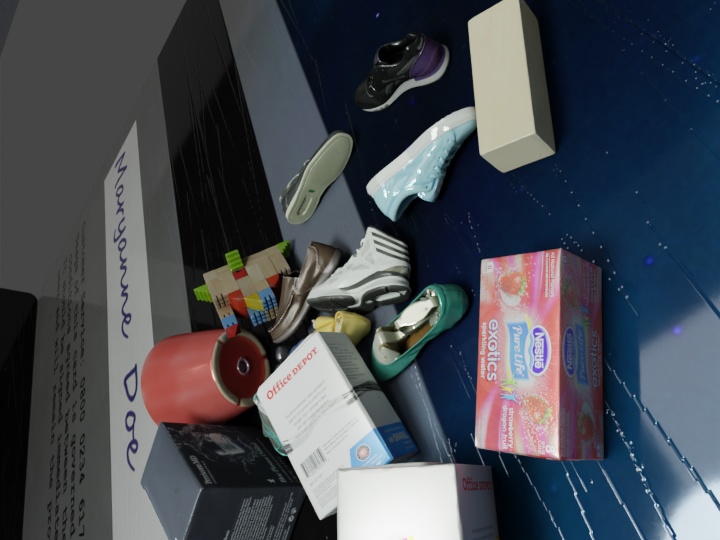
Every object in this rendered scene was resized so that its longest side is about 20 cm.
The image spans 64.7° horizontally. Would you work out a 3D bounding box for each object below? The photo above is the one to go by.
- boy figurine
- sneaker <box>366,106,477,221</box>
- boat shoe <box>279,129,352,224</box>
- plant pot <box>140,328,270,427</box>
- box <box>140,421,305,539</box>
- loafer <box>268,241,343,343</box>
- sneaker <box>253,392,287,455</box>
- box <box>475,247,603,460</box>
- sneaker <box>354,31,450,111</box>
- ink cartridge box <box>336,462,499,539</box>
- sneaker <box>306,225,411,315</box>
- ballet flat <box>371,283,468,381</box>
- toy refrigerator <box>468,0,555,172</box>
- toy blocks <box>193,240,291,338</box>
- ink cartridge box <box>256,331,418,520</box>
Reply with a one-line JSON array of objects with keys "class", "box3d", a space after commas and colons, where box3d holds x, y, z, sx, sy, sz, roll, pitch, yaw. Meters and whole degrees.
[{"class": "boy figurine", "box3d": [-0.060, 0.127, 0.913, 0.199, 0.064, 0.127, -34, 44, 41]}, {"class": "sneaker", "box3d": [0.103, -0.146, 0.820, 0.199, 0.074, 0.083, -38, 81, 30]}, {"class": "boat shoe", "box3d": [-0.087, -0.179, 1.037, 0.201, 0.071, 0.068, -51, 49, 29]}, {"class": "plant pot", "box3d": [-0.276, 0.199, 1.064, 0.175, 0.199, 0.205, -21, 62, 32]}, {"class": "box", "box3d": [-0.225, 0.351, 0.930, 0.195, 0.198, 0.120, 26, 97, 49]}, {"class": "loafer", "box3d": [-0.106, 0.033, 0.977, 0.202, 0.070, 0.073, -56, 3, 11]}, {"class": "sneaker", "box3d": [-0.102, 0.268, 0.925, 0.198, 0.077, 0.093, 26, 122, 46]}, {"class": "box", "box3d": [0.190, 0.090, 0.601, 0.101, 0.094, 0.205, -8, 72, 47]}, {"class": "sneaker", "box3d": [0.043, -0.328, 0.917, 0.198, 0.086, 0.078, -14, 67, 47]}, {"class": "ink cartridge box", "box3d": [0.067, 0.315, 0.607, 0.142, 0.147, 0.204, -12, 66, 25]}, {"class": "sneaker", "box3d": [0.000, 0.000, 0.890, 0.198, 0.075, 0.118, -14, 58, 38]}, {"class": "ballet flat", "box3d": [0.060, 0.082, 0.779, 0.200, 0.069, 0.068, -46, 48, 31]}, {"class": "toy refrigerator", "box3d": [0.193, -0.237, 0.728, 0.075, 0.069, 0.205, -17, 66, 38]}, {"class": "toy blocks", "box3d": [-0.193, 0.038, 1.035, 0.137, 0.197, 0.101, 52, 158, 42]}, {"class": "ink cartridge box", "box3d": [-0.037, 0.208, 0.791, 0.146, 0.084, 0.202, -44, 63, 21]}]
